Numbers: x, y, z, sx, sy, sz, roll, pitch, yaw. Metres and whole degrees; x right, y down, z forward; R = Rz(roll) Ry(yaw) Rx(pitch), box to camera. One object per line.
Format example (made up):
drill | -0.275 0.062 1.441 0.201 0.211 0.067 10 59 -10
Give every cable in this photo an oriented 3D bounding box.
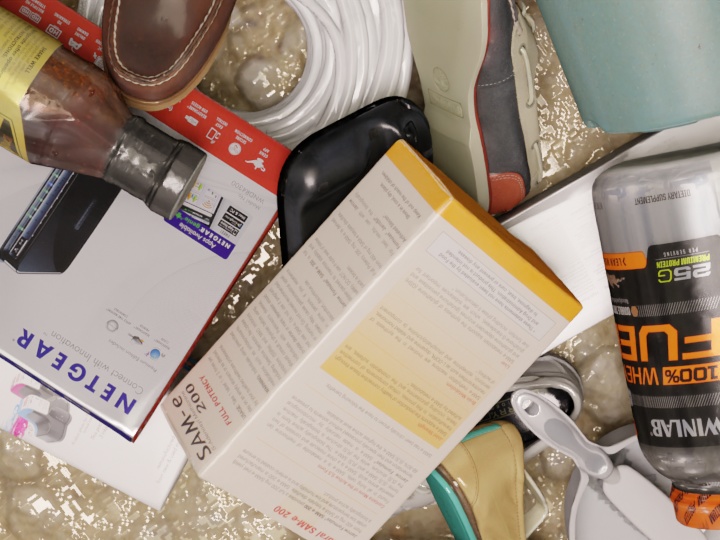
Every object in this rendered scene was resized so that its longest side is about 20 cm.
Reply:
cable | -0.068 -0.127 1.126 0.199 0.069 0.201 -19 94 4

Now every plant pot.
plant pot | 0.168 -0.191 1.058 0.199 0.200 0.197 -17 103 4

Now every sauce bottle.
sauce bottle | -0.175 -0.093 1.003 0.199 0.066 0.066 31 97 1

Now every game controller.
game controller | 0.000 0.000 1.098 0.104 0.042 0.201 -23 129 -25

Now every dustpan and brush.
dustpan and brush | 0.152 0.124 1.127 0.200 0.057 0.140 41 94 -19

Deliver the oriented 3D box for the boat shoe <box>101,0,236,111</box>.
boat shoe | -0.091 -0.186 1.038 0.070 0.070 0.201 17 71 0

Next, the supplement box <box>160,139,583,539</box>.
supplement box | 0.006 0.047 1.049 0.200 0.074 0.126 -47 129 7

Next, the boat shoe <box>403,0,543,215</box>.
boat shoe | 0.071 -0.120 1.092 0.062 0.071 0.201 -25 128 -25

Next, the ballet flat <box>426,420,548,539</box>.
ballet flat | 0.089 0.169 1.131 0.063 0.069 0.201 -31 132 -17

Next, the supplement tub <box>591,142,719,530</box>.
supplement tub | 0.202 0.032 1.056 0.121 0.123 0.202 -12 94 3

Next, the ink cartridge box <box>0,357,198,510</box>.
ink cartridge box | -0.184 0.055 1.127 0.199 0.115 0.068 28 96 -1

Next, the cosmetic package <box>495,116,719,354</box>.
cosmetic package | 0.163 -0.031 1.139 0.199 0.051 0.083 -29 93 5

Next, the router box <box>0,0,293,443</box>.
router box | -0.158 -0.034 1.054 0.199 0.049 0.180 32 79 -1

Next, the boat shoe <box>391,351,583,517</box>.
boat shoe | 0.042 0.108 1.152 0.199 0.066 0.072 -19 96 4
